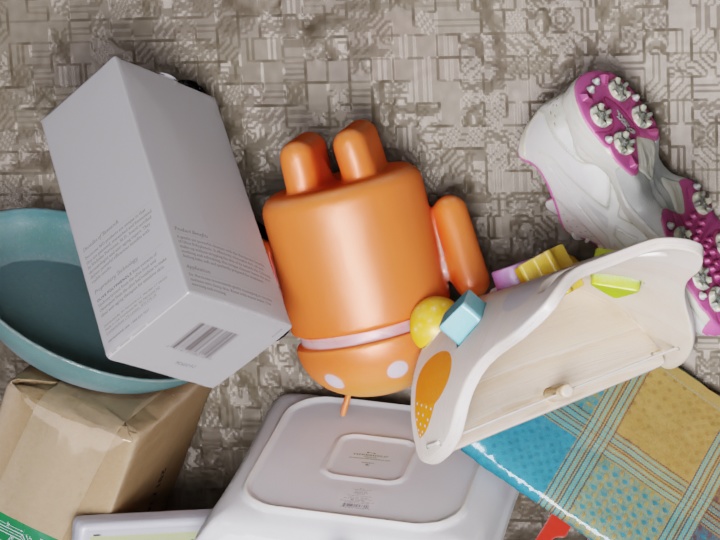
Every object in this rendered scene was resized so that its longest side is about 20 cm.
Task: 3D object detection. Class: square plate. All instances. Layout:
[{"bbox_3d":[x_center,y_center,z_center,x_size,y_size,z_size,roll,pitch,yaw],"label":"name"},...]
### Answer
[{"bbox_3d":[0.009,0.139,1.497,0.200,0.198,0.028,5,116,13],"label":"square plate"}]

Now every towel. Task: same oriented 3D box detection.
[{"bbox_3d":[0.180,0.119,1.497,0.200,0.022,0.147,35,66,4],"label":"towel"}]

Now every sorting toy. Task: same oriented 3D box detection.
[{"bbox_3d":[0.133,0.027,1.404,0.200,0.180,0.107,-20,80,-23],"label":"sorting toy"}]

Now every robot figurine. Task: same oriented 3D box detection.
[{"bbox_3d":[0.002,0.000,1.511,0.144,0.117,0.200,-18,100,-26],"label":"robot figurine"}]

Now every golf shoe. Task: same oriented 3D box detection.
[{"bbox_3d":[0.183,-0.038,1.489,0.092,0.075,0.200,-28,97,41],"label":"golf shoe"}]

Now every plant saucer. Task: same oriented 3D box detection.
[{"bbox_3d":[-0.189,0.028,1.526,0.200,0.200,0.036,29,116,7],"label":"plant saucer"}]

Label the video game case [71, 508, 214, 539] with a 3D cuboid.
[{"bbox_3d":[-0.108,0.251,1.508,0.200,0.022,0.182,0,107,-25],"label":"video game case"}]

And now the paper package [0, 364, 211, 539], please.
[{"bbox_3d":[-0.202,0.153,1.559,0.103,0.191,0.200,25,109,8],"label":"paper package"}]

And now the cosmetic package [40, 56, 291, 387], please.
[{"bbox_3d":[-0.132,-0.033,1.476,0.085,0.108,0.200,-38,54,26],"label":"cosmetic package"}]

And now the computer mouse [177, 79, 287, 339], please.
[{"bbox_3d":[-0.099,-0.040,1.572,0.059,0.034,0.200,-22,96,19],"label":"computer mouse"}]

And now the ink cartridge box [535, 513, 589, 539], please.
[{"bbox_3d":[0.212,0.225,1.483,0.200,0.160,0.047,35,135,4],"label":"ink cartridge box"}]
